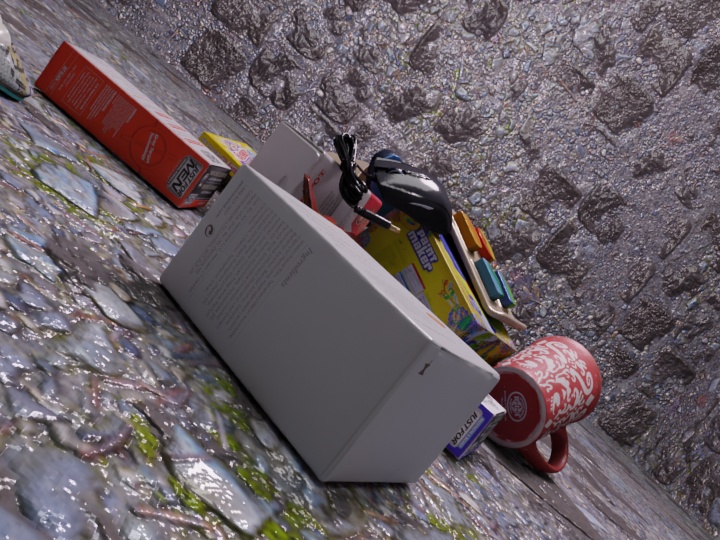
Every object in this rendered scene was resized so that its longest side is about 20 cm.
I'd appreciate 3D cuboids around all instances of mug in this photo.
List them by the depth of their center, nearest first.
[{"bbox_3d":[0.260,0.191,0.999,0.198,0.133,0.180,-4,60,-55],"label":"mug"}]

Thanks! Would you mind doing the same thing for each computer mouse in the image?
[{"bbox_3d":[0.055,-0.092,0.865,0.198,0.046,0.142,30,35,-27],"label":"computer mouse"}]

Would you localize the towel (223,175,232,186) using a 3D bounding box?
[{"bbox_3d":[-0.202,-0.157,1.214,0.148,0.037,0.200,40,5,-13],"label":"towel"}]

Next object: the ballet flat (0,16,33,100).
[{"bbox_3d":[-0.346,-0.221,0.578,0.199,0.072,0.072,36,7,-43],"label":"ballet flat"}]

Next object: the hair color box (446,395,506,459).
[{"bbox_3d":[0.062,0.110,0.773,0.199,0.065,0.109,41,5,20],"label":"hair color box"}]

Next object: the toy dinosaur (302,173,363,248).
[{"bbox_3d":[-0.030,-0.021,0.793,0.180,0.200,0.106,-23,74,-49],"label":"toy dinosaur"}]

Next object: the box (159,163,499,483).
[{"bbox_3d":[-0.020,0.042,0.512,0.200,0.107,0.152,43,6,31],"label":"box"}]

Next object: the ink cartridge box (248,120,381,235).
[{"bbox_3d":[-0.074,-0.083,0.926,0.084,0.146,0.199,40,5,26],"label":"ink cartridge box"}]

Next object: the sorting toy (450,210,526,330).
[{"bbox_3d":[0.177,-0.010,1.025,0.203,0.036,0.185,64,16,19],"label":"sorting toy"}]

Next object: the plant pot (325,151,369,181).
[{"bbox_3d":[-0.096,-0.176,1.485,0.197,0.190,0.187,26,3,12],"label":"plant pot"}]

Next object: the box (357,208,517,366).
[{"bbox_3d":[0.101,0.040,0.988,0.192,0.121,0.203,31,30,-59],"label":"box"}]

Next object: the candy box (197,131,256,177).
[{"bbox_3d":[-0.188,-0.173,1.141,0.102,0.027,0.200,42,9,3],"label":"candy box"}]

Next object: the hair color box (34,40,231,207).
[{"bbox_3d":[-0.245,-0.156,0.779,0.199,0.062,0.102,39,5,0],"label":"hair color box"}]

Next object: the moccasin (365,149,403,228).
[{"bbox_3d":[0.025,-0.099,1.072,0.069,0.079,0.203,55,-27,41],"label":"moccasin"}]
